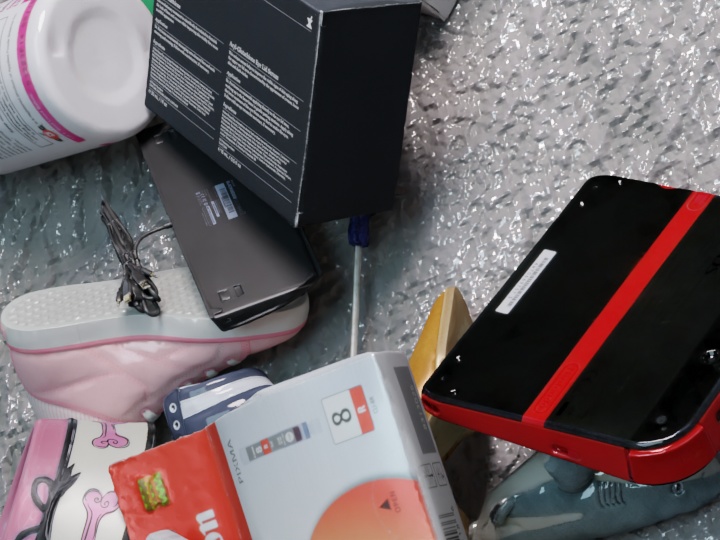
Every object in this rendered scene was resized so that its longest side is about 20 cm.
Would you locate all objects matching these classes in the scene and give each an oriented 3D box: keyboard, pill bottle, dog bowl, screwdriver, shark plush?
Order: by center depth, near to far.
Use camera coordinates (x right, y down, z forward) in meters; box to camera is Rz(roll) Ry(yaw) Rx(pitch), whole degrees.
[{"bbox_3d":[0.109,0.151,1.289,0.200,0.091,0.083,-42,87,9],"label":"shark plush"},{"bbox_3d":[-0.189,0.179,1.397,0.200,0.074,0.200,-163,90,-81],"label":"dog bowl"},{"bbox_3d":[0.000,0.000,1.430,0.029,0.028,0.200,-33,51,54],"label":"screwdriver"},{"bbox_3d":[-0.108,-0.031,1.470,0.127,0.021,0.200,-19,44,-6],"label":"keyboard"},{"bbox_3d":[-0.236,-0.127,1.564,0.200,0.113,0.114,-12,68,44],"label":"pill bottle"}]

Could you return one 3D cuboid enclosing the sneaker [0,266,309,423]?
[{"bbox_3d":[-0.126,0.060,1.478,0.200,0.105,0.075,-6,26,6],"label":"sneaker"}]

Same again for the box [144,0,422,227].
[{"bbox_3d":[-0.053,-0.135,1.425,0.200,0.079,0.141,39,132,47],"label":"box"}]

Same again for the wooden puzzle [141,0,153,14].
[{"bbox_3d":[-0.162,-0.223,1.609,0.200,0.037,0.185,26,90,37],"label":"wooden puzzle"}]

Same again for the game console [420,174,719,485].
[{"bbox_3d":[0.153,0.028,1.266,0.177,0.031,0.200,12,50,40],"label":"game console"}]

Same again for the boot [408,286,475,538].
[{"bbox_3d":[-0.005,0.101,1.341,0.144,0.071,0.201,-11,48,22],"label":"boot"}]

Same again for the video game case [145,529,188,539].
[{"bbox_3d":[-0.065,0.268,1.252,0.182,0.023,0.200,22,108,34],"label":"video game case"}]

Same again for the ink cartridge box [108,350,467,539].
[{"bbox_3d":[-0.044,0.149,1.251,0.200,0.050,0.162,-22,81,19],"label":"ink cartridge box"}]

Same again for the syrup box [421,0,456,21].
[{"bbox_3d":[0.055,-0.270,1.453,0.081,0.079,0.200,31,93,36],"label":"syrup box"}]

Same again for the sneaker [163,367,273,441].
[{"bbox_3d":[-0.109,0.148,1.428,0.200,0.070,0.109,-43,60,6],"label":"sneaker"}]
